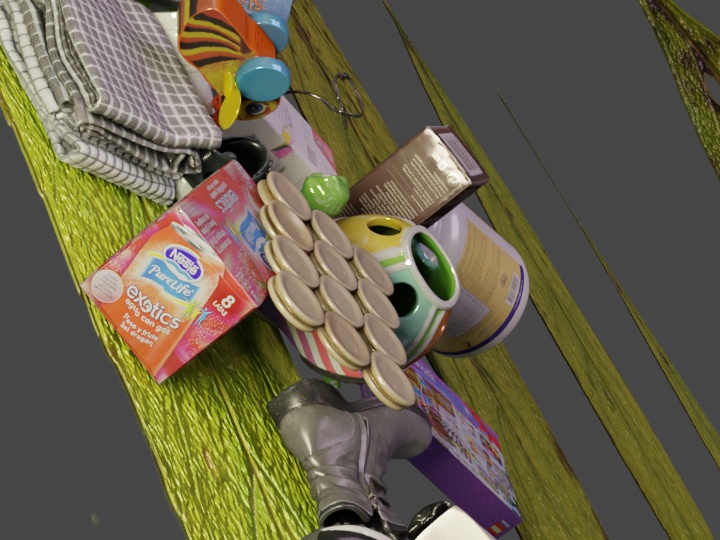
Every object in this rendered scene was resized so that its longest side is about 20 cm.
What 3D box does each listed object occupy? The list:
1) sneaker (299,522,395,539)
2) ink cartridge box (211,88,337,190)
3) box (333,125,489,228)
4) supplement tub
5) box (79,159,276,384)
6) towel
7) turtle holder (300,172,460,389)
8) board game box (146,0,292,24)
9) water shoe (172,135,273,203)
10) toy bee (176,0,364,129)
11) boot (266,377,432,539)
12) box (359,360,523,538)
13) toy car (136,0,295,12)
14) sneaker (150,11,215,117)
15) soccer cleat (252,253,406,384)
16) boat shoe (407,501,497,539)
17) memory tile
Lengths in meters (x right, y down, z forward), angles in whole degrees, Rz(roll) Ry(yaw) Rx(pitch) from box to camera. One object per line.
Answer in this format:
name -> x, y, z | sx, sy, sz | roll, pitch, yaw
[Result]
sneaker -> 0.028, 0.259, 1.216 | 0.200, 0.070, 0.090 | 47, 13, -30
ink cartridge box -> -0.108, -0.143, 1.728 | 0.200, 0.067, 0.117 | 47, 15, -27
box -> 0.020, -0.053, 1.652 | 0.075, 0.200, 0.100 | 52, 14, 5
supplement tub -> 0.072, -0.007, 1.813 | 0.200, 0.145, 0.146 | 37, 21, -46
box -> -0.122, -0.004, 1.302 | 0.096, 0.100, 0.200 | 51, 14, -6
towel -> -0.213, -0.166, 1.424 | 0.165, 0.085, 0.200 | 25, 31, -59
turtle holder -> 0.007, 0.002, 1.536 | 0.141, 0.131, 0.186 | -11, 78, -57
board game box -> -0.181, -0.265, 1.588 | 0.199, 0.035, 0.135 | 11, 5, -37
water shoe -> -0.105, -0.078, 1.562 | 0.072, 0.079, 0.200 | 57, 15, 14
toy bee -> -0.103, -0.164, 1.489 | 0.200, 0.108, 0.131 | 49, 32, -26
boot -> 0.008, 0.168, 1.397 | 0.200, 0.070, 0.132 | 14, 43, -50
box -> 0.073, 0.153, 1.655 | 0.200, 0.039, 0.137 | 45, 17, -28
toy car -> -0.125, -0.314, 1.804 | 0.158, 0.200, 0.164 | 47, 16, -22
sneaker -> -0.185, -0.184, 1.605 | 0.200, 0.073, 0.116 | -154, -122, -72
soccer cleat -> -0.041, 0.026, 1.418 | 0.200, 0.068, 0.073 | 35, -32, 40
boat shoe -> 0.120, 0.272, 1.410 | 0.200, 0.075, 0.093 | 49, -5, 12
memory tile -> -0.021, 0.013, 1.328 | 0.153, 0.017, 0.200 | 42, 20, -26
